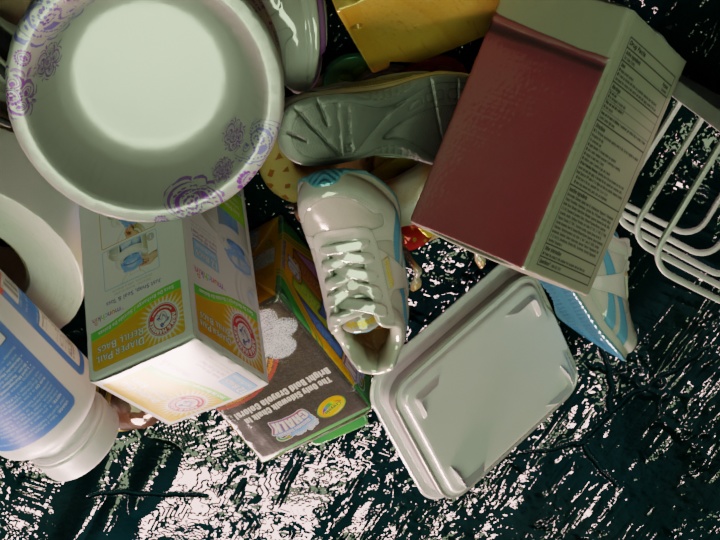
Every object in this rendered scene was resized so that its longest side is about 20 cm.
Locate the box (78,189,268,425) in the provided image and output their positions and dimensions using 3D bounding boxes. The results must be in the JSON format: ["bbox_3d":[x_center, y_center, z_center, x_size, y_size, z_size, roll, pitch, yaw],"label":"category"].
[{"bbox_3d":[-0.155,0.007,1.141,0.101,0.201,0.112,-23,146,20],"label":"box"}]

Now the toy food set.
[{"bbox_3d":[0.027,-0.100,1.187,0.197,0.049,0.200,-36,119,23],"label":"toy food set"}]

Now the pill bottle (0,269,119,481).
[{"bbox_3d":[-0.295,0.090,1.183,0.112,0.113,0.200,-24,127,16],"label":"pill bottle"}]

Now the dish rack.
[{"bbox_3d":[0.115,0.106,1.277,0.200,0.043,0.172,-40,124,-18],"label":"dish rack"}]

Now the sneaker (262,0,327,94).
[{"bbox_3d":[-0.080,-0.230,1.076,0.099,0.075,0.201,-12,116,1],"label":"sneaker"}]

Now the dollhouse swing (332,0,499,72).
[{"bbox_3d":[0.057,-0.287,1.049,0.199,0.177,0.182,-22,164,7],"label":"dollhouse swing"}]

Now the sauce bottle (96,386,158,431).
[{"bbox_3d":[-0.225,0.117,1.297,0.199,0.065,0.065,-9,128,31],"label":"sauce bottle"}]

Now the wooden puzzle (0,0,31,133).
[{"bbox_3d":[-0.199,-0.174,1.143,0.198,0.037,0.186,4,126,-9],"label":"wooden puzzle"}]

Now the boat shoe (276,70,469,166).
[{"bbox_3d":[0.027,-0.122,1.103,0.200,0.065,0.075,-8,113,-14],"label":"boat shoe"}]

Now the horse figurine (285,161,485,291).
[{"bbox_3d":[0.054,-0.047,1.166,0.198,0.050,0.133,-17,129,16],"label":"horse figurine"}]

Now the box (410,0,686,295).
[{"bbox_3d":[0.142,-0.099,1.050,0.128,0.108,0.201,18,94,-58],"label":"box"}]

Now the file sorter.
[{"bbox_3d":[0.277,-0.067,1.104,0.138,0.200,0.125,24,107,-17],"label":"file sorter"}]

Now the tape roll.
[{"bbox_3d":[-0.325,-0.029,1.196,0.200,0.071,0.203,6,138,5],"label":"tape roll"}]

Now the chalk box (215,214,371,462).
[{"bbox_3d":[-0.068,0.077,1.271,0.124,0.124,0.200,-26,123,16],"label":"chalk box"}]

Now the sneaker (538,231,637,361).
[{"bbox_3d":[0.212,0.009,1.250,0.081,0.076,0.200,-49,138,-12],"label":"sneaker"}]

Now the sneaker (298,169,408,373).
[{"bbox_3d":[0.000,0.000,1.112,0.076,0.081,0.201,-8,138,13],"label":"sneaker"}]

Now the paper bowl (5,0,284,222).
[{"bbox_3d":[-0.156,-0.145,1.034,0.199,0.105,0.202,-2,115,-4],"label":"paper bowl"}]

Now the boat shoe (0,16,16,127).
[{"bbox_3d":[-0.321,-0.178,1.084,0.199,0.060,0.074,36,129,3],"label":"boat shoe"}]
